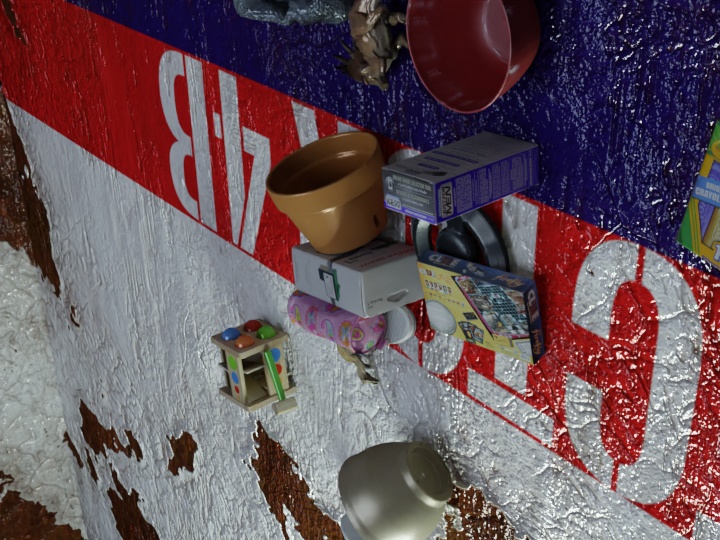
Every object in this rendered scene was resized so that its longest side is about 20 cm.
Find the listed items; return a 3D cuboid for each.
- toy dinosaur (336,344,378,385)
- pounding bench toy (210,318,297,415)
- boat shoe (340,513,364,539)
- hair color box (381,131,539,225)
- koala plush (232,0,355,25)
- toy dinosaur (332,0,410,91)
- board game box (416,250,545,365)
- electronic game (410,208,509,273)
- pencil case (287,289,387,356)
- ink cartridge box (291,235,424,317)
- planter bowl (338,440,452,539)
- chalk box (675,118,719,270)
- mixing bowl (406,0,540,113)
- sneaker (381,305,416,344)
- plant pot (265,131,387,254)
[{"bbox_3d":[-0.024,0.128,1.941,0.200,0.058,0.101,62,148,12],"label":"toy dinosaur"},{"bbox_3d":[-0.207,0.202,2.188,0.200,0.124,0.156,21,124,49],"label":"pounding bench toy"},{"bbox_3d":[0.026,0.584,2.117,0.200,0.072,0.068,42,138,25],"label":"boat shoe"},{"bbox_3d":[0.139,-0.130,1.423,0.109,0.200,0.065,23,126,48],"label":"hair color box"},{"bbox_3d":[-0.085,-0.493,1.593,0.183,0.177,0.201,19,124,28],"label":"koala plush"},{"bbox_3d":[0.014,-0.358,1.580,0.135,0.086,0.201,27,132,42],"label":"toy dinosaur"},{"bbox_3d":[0.182,0.054,1.568,0.200,0.035,0.136,18,135,40],"label":"board game box"},{"bbox_3d":[0.152,-0.033,1.606,0.200,0.042,0.200,34,140,35],"label":"electronic game"},{"bbox_3d":[-0.041,0.084,1.781,0.200,0.087,0.088,20,123,48],"label":"pencil case"},{"bbox_3d":[0.000,0.000,1.752,0.200,0.146,0.085,19,121,49],"label":"ink cartridge box"},{"bbox_3d":[0.078,0.387,1.838,0.135,0.200,0.201,-39,73,28],"label":"planter bowl"},{"bbox_3d":[0.438,-0.097,1.076,0.124,0.125,0.200,42,140,35],"label":"chalk box"},{"bbox_3d":[0.164,-0.317,1.369,0.200,0.108,0.201,31,131,44],"label":"mixing bowl"},{"bbox_3d":[0.044,0.087,1.799,0.200,0.079,0.079,-3,91,53],"label":"sneaker"},{"bbox_3d":[-0.040,-0.122,1.721,0.200,0.200,0.140,18,140,50],"label":"plant pot"}]
